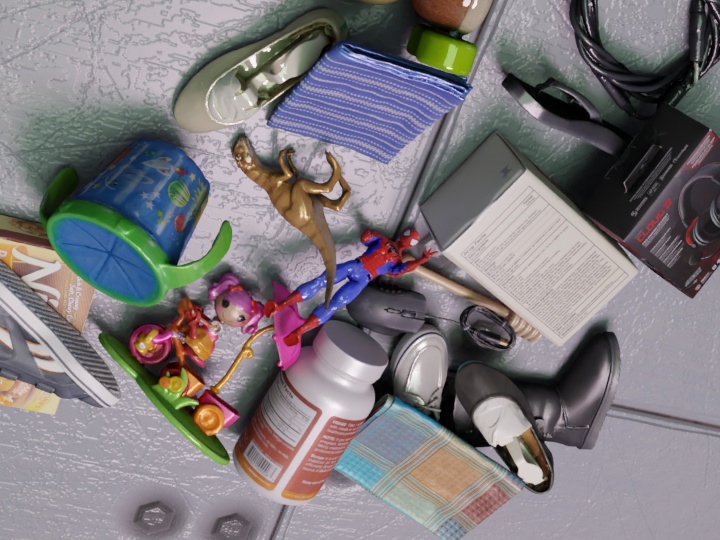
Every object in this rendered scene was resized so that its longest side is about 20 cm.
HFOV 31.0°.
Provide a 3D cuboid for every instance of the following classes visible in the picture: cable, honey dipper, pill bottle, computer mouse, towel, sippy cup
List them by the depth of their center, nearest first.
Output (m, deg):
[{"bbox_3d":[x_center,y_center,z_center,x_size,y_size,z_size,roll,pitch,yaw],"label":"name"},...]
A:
[{"bbox_3d":[0.005,-0.161,1.283,0.145,0.024,0.200,15,158,-20],"label":"towel"},{"bbox_3d":[-0.220,-0.056,1.290,0.178,0.130,0.140,38,149,-11],"label":"sippy cup"},{"bbox_3d":[0.306,-0.261,1.358,0.163,0.051,0.200,-38,120,9],"label":"cable"},{"bbox_3d":[0.080,0.056,1.462,0.200,0.034,0.059,12,96,-3],"label":"computer mouse"},{"bbox_3d":[-0.054,0.160,1.475,0.112,0.112,0.200,23,112,-24],"label":"pill bottle"},{"bbox_3d":[0.126,0.030,1.489,0.200,0.038,0.038,25,111,-23],"label":"honey dipper"},{"bbox_3d":[0.072,0.236,1.519,0.200,0.022,0.147,35,126,-12],"label":"towel"}]

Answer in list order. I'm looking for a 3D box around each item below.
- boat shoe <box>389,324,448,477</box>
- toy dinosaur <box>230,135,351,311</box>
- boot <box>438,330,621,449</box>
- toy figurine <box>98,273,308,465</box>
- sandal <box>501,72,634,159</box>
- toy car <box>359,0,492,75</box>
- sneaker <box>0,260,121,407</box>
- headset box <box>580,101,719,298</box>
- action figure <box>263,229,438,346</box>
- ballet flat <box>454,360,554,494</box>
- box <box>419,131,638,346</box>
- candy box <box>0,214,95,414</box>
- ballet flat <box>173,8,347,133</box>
[{"bbox_3d":[0.069,0.161,1.525,0.071,0.070,0.200,0,120,-23],"label":"boat shoe"},{"bbox_3d":[-0.055,-0.063,1.359,0.106,0.060,0.200,-37,82,-8],"label":"toy dinosaur"},{"bbox_3d":[0.200,0.143,1.561,0.200,0.066,0.165,5,115,-10],"label":"boot"},{"bbox_3d":[-0.152,0.078,1.420,0.184,0.150,0.200,-45,95,-2],"label":"toy figurine"},{"bbox_3d":[0.229,-0.172,1.381,0.200,0.076,0.043,19,115,-34],"label":"sandal"},{"bbox_3d":[0.028,-0.295,1.225,0.200,0.158,0.165,16,103,-8],"label":"toy car"},{"bbox_3d":[-0.334,0.079,1.318,0.079,0.078,0.200,-40,109,5],"label":"sneaker"},{"bbox_3d":[0.341,-0.077,1.409,0.149,0.075,0.200,-53,137,5],"label":"headset box"},{"bbox_3d":[0.000,0.000,1.379,0.200,0.099,0.065,-34,88,-31],"label":"action figure"},{"bbox_3d":[0.176,0.187,1.503,0.068,0.068,0.200,-31,121,12],"label":"ballet flat"},{"bbox_3d":[0.184,-0.033,1.423,0.200,0.109,0.128,38,105,-28],"label":"box"},{"bbox_3d":[-0.354,0.049,1.374,0.115,0.055,0.200,14,114,-20],"label":"candy box"},{"bbox_3d":[-0.100,-0.193,1.290,0.200,0.070,0.070,-33,121,7],"label":"ballet flat"}]
